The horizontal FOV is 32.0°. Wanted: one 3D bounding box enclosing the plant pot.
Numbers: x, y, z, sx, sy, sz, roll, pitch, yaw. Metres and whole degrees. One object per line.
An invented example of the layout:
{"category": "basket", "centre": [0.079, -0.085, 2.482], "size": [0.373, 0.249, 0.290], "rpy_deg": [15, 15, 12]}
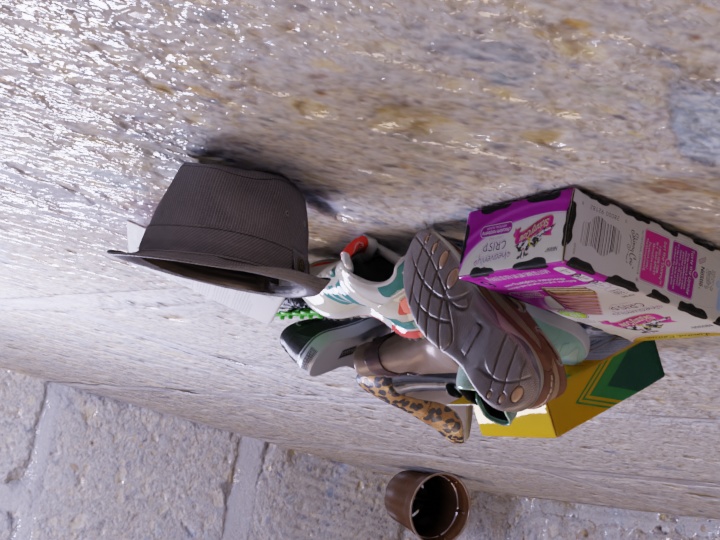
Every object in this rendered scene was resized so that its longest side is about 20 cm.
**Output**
{"category": "plant pot", "centre": [0.176, 0.651, 3.508], "size": [0.198, 0.204, 0.197], "rpy_deg": [18, 173, -26]}

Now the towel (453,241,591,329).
{"category": "towel", "centre": [0.152, 0.016, 1.194], "size": [0.197, 0.024, 0.147], "rpy_deg": [15, 169, -6]}

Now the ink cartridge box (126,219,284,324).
{"category": "ink cartridge box", "centre": [-0.155, -0.011, 1.304], "size": [0.171, 0.044, 0.200], "rpy_deg": [25, 165, -4]}

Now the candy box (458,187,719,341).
{"category": "candy box", "centre": [0.197, 0.002, 1.007], "size": [0.198, 0.062, 0.136], "rpy_deg": [18, 166, -28]}

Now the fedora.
{"category": "fedora", "centre": [-0.109, -0.037, 1.045], "size": [0.174, 0.092, 0.199], "rpy_deg": [5, 172, 33]}

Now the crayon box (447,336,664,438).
{"category": "crayon box", "centre": [0.206, 0.127, 1.318], "size": [0.198, 0.052, 0.125], "rpy_deg": [-21, -174, -32]}

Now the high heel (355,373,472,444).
{"category": "high heel", "centre": [0.076, 0.177, 1.677], "size": [0.140, 0.072, 0.201], "rpy_deg": [2, 149, 14]}

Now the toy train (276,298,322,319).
{"category": "toy train", "centre": [-0.045, 0.034, 1.376], "size": [0.055, 0.043, 0.199], "rpy_deg": [5, 175, -22]}

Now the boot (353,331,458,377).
{"category": "boot", "centre": [0.062, 0.092, 1.423], "size": [0.144, 0.072, 0.200], "rpy_deg": [-11, 171, 14]}

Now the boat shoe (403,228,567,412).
{"category": "boat shoe", "centre": [0.103, 0.043, 1.060], "size": [0.071, 0.201, 0.076], "rpy_deg": [6, 130, -41]}

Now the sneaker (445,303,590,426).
{"category": "sneaker", "centre": [0.152, 0.094, 1.209], "size": [0.073, 0.120, 0.199], "rpy_deg": [3, 166, 40]}

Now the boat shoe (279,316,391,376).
{"category": "boat shoe", "centre": [-0.026, 0.079, 1.482], "size": [0.056, 0.069, 0.199], "rpy_deg": [37, -163, 21]}

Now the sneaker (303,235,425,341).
{"category": "sneaker", "centre": [0.000, 0.000, 1.201], "size": [0.198, 0.070, 0.094], "rpy_deg": [16, 143, 48]}
